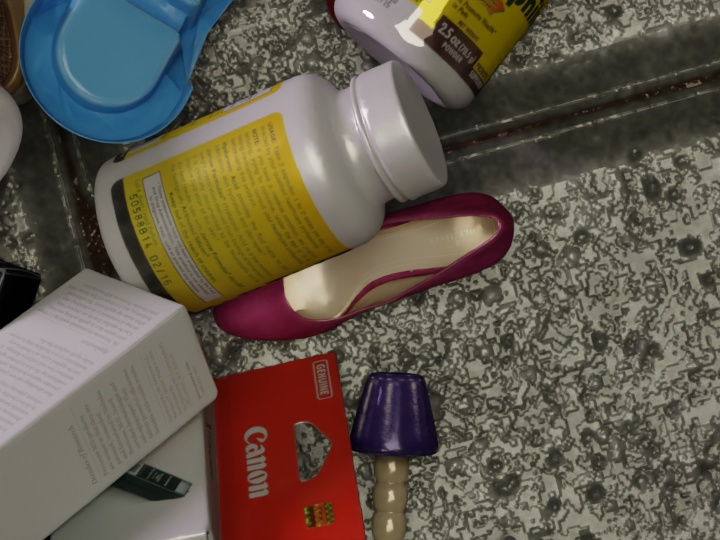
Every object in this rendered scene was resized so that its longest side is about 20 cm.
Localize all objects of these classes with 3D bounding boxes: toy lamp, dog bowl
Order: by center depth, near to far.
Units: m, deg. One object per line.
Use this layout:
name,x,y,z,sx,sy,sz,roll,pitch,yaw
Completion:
toy lamp,0.019,0.166,1.042,0.058,0.058,0.202,1,89,1
dog bowl,-0.141,-0.170,1.046,0.111,0.050,0.201,29,75,-12

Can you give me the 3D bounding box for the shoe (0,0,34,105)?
shoe,-0.235,-0.205,1.076,0.069,0.053,0.202,-4,84,21

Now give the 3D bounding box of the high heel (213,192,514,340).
high heel,0.000,0.000,1.035,0.198,0.096,0.068,-12,88,1

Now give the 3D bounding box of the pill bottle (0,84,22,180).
pill bottle,-0.300,-0.122,0.967,0.116,0.116,0.200,-44,72,0

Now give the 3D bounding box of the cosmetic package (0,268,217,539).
cosmetic package,-0.191,0.090,0.944,0.200,0.101,0.072,-38,127,-31

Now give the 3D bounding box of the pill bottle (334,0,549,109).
pill bottle,0.081,-0.208,1.034,0.109,0.109,0.200,37,90,2

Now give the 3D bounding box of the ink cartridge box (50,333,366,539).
ink cartridge box,-0.094,0.107,0.989,0.172,0.200,0.044,-14,122,1

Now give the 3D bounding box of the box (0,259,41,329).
box,-0.331,0.061,1.027,0.195,0.124,0.201,20,88,0

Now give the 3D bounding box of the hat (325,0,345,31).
hat,-0.062,-0.300,1.087,0.164,0.177,0.201,9,51,4

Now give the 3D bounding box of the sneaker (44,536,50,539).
sneaker,-0.200,0.247,1.038,0.071,0.083,0.202,-10,88,1

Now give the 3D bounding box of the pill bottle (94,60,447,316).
pill bottle,-0.053,-0.053,1.011,0.199,0.111,0.112,-22,87,15

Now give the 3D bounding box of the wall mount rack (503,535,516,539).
wall mount rack,0.127,0.268,1.033,0.199,0.075,0.175,17,85,-3
